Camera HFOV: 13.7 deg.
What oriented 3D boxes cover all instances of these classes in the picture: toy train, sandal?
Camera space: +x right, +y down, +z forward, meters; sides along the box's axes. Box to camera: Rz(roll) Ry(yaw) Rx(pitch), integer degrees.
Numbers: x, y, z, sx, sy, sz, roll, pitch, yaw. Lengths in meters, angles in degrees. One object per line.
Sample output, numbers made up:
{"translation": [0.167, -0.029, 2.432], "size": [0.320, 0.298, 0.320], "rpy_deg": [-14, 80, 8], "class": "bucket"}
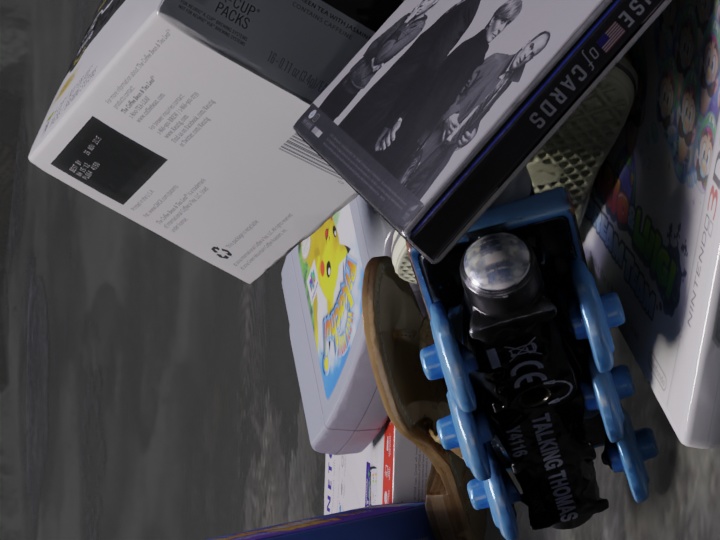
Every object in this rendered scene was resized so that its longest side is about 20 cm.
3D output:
{"translation": [0.067, 0.029, 1.249], "size": [0.200, 0.086, 0.115], "rpy_deg": [69, -175, -54], "class": "toy train"}
{"translation": [0.057, 0.062, 1.468], "size": [0.212, 0.069, 0.078], "rpy_deg": [71, -160, -49], "class": "sandal"}

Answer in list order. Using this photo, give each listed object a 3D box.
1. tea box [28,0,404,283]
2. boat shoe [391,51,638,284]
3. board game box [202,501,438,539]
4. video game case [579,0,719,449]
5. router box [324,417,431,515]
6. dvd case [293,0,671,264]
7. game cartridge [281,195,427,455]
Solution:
{"translation": [-0.037, -0.131, 1.404], "size": [0.200, 0.133, 0.198], "rpy_deg": [-36, 29, 62], "class": "tea box"}
{"translation": [0.066, -0.053, 1.289], "size": [0.200, 0.074, 0.063], "rpy_deg": [119, 155, -54], "class": "boat shoe"}
{"translation": [-0.033, 0.193, 1.471], "size": [0.045, 0.199, 0.135], "rpy_deg": [-7, 89, 40], "class": "board game box"}
{"translation": [0.127, -0.055, 1.220], "size": [0.200, 0.024, 0.183], "rpy_deg": [-112, 25, -61], "class": "video game case"}
{"translation": [0.022, 0.055, 1.643], "size": [0.179, 0.049, 0.201], "rpy_deg": [-165, 76, -77], "class": "router box"}
{"translation": [0.065, -0.105, 1.198], "size": [0.200, 0.025, 0.150], "rpy_deg": [-48, 26, 2], "class": "dvd case"}
{"translation": [0.000, 0.000, 1.553], "size": [0.201, 0.040, 0.134], "rpy_deg": [109, 152, -48], "class": "game cartridge"}
